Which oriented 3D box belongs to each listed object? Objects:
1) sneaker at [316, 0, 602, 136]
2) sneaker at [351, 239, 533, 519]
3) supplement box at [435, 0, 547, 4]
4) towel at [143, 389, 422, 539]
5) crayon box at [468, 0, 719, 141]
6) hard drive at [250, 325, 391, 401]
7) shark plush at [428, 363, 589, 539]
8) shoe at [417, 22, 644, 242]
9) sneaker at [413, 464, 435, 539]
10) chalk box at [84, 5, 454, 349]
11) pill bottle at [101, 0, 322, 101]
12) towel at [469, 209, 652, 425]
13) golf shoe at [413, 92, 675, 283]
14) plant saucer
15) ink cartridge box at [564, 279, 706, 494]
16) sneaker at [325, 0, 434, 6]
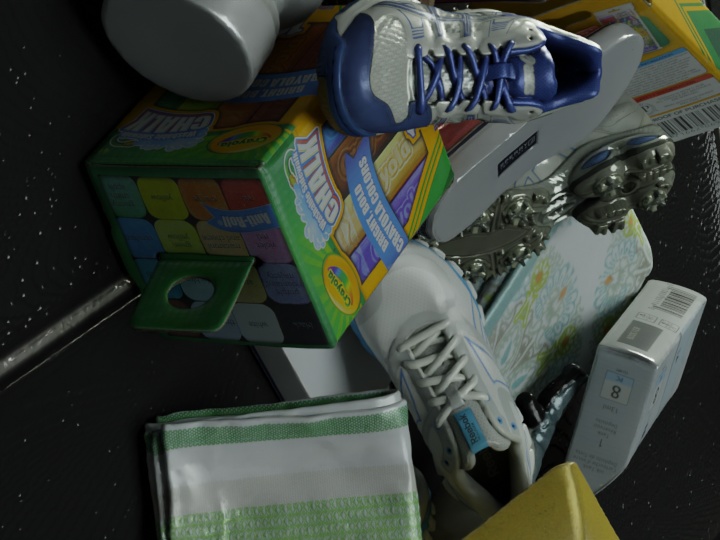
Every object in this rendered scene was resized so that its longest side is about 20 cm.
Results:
[{"bbox_3d":[0.057,-0.112,1.398,0.200,0.088,0.075,-16,108,-54],"label":"sneaker"},{"bbox_3d":[0.057,0.070,1.545,0.200,0.075,0.087,60,2,-21],"label":"sneaker"},{"bbox_3d":[0.103,-0.252,1.655,0.200,0.110,0.086,-49,131,-42],"label":"supplement box"},{"bbox_3d":[-0.037,0.173,1.455,0.031,0.149,0.200,-146,-130,-85],"label":"towel"},{"bbox_3d":[0.157,-0.141,1.669,0.200,0.126,0.052,34,45,-52],"label":"crayon box"},{"bbox_3d":[0.000,0.000,1.599,0.200,0.025,0.132,-59,138,-35],"label":"hard drive"},{"bbox_3d":[0.076,0.144,1.675,0.083,0.091,0.200,56,53,-65],"label":"shark plush"},{"bbox_3d":[0.076,-0.103,1.566,0.200,0.091,0.072,-39,151,-26],"label":"shoe"},{"bbox_3d":[-0.024,0.157,1.539,0.200,0.075,0.087,-43,122,-46],"label":"sneaker"},{"bbox_3d":[-0.057,-0.041,1.421,0.200,0.125,0.124,-53,134,-41],"label":"chalk box"},{"bbox_3d":[-0.058,-0.194,1.414,0.114,0.114,0.200,57,48,-41],"label":"pill bottle"},{"bbox_3d":[0.116,0.017,1.711,0.200,0.048,0.171,-56,149,-19],"label":"towel"},{"bbox_3d":[0.093,-0.058,1.620,0.200,0.097,0.078,-18,146,-17],"label":"golf shoe"},{"bbox_3d":[0.078,0.218,1.559,0.200,0.048,0.200,-38,154,-2],"label":"plant saucer"},{"bbox_3d":[0.173,0.121,1.764,0.160,0.047,0.200,-42,147,-66],"label":"ink cartridge box"},{"bbox_3d":[0.003,-0.221,1.532,0.076,0.070,0.200,38,49,-76],"label":"sneaker"}]
